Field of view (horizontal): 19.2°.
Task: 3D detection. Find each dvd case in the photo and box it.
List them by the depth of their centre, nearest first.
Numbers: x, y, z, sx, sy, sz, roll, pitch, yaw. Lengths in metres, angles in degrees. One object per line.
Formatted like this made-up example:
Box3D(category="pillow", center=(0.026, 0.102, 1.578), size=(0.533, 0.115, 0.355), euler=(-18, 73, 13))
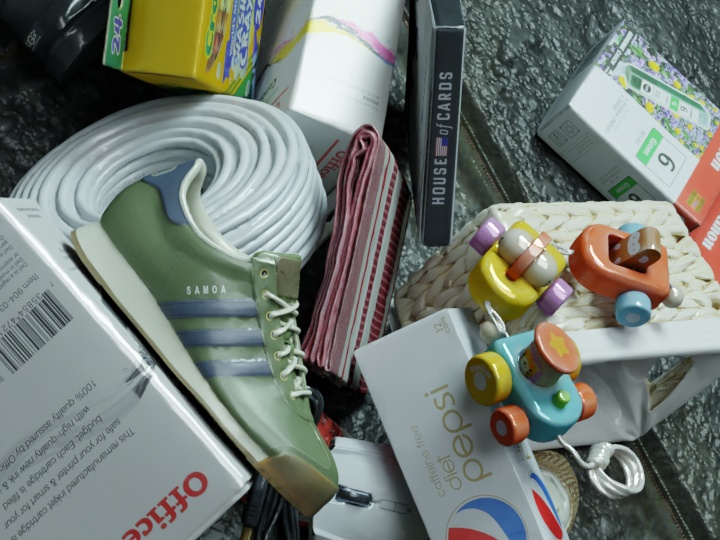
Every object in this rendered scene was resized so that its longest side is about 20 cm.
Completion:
Box3D(category="dvd case", center=(0.047, -0.128, 1.395), size=(0.024, 0.151, 0.200), euler=(1, 29, -3))

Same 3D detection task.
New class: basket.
Box3D(category="basket", center=(0.136, 0.036, 1.412), size=(0.199, 0.136, 0.124), euler=(-1, 59, -42))

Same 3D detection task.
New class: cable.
Box3D(category="cable", center=(-0.120, -0.032, 1.267), size=(0.199, 0.199, 0.070), euler=(-34, 128, -25))

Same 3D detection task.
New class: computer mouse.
Box3D(category="computer mouse", center=(0.000, 0.135, 1.281), size=(0.200, 0.044, 0.111), euler=(19, 80, -56))

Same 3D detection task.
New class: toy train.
Box3D(category="toy train", center=(0.136, 0.029, 1.271), size=(0.149, 0.056, 0.201), euler=(22, 48, -14))

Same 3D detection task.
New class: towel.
Box3D(category="towel", center=(0.000, 0.000, 1.308), size=(0.023, 0.200, 0.145), euler=(12, 83, 9))

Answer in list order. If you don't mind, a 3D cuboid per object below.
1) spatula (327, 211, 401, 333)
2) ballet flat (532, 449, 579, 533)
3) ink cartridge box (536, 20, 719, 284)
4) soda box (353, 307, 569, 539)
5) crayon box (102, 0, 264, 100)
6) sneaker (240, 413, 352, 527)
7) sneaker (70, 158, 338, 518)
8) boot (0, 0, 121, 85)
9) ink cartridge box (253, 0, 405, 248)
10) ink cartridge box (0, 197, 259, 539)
Box3D(category="spatula", center=(0.020, 0.033, 1.422), size=(0.056, 0.021, 0.201), euler=(-14, 74, -42))
Box3D(category="ballet flat", center=(0.093, 0.174, 1.368), size=(0.071, 0.065, 0.200), euler=(49, 51, 0))
Box3D(category="ink cartridge box", center=(0.236, -0.080, 1.596), size=(0.200, 0.050, 0.109), euler=(41, 52, -7))
Box3D(category="soda box", center=(0.070, 0.126, 1.279), size=(0.201, 0.068, 0.064), euler=(67, 15, 6))
Box3D(category="crayon box", center=(-0.101, -0.174, 1.313), size=(0.051, 0.200, 0.127), euler=(7, 91, 10))
Box3D(category="sneaker", center=(-0.051, 0.092, 1.292), size=(0.200, 0.108, 0.068), euler=(27, 55, -18))
Box3D(category="sneaker", center=(-0.060, 0.028, 1.134), size=(0.090, 0.067, 0.200), euler=(-41, 84, 1))
Box3D(category="boot", center=(-0.218, -0.235, 1.388), size=(0.200, 0.066, 0.165), euler=(41, 44, 2))
Box3D(category="ink cartridge box", center=(-0.030, -0.115, 1.402), size=(0.067, 0.116, 0.201), euler=(20, 57, -17))
Box3D(category="ink cartridge box", center=(-0.170, 0.083, 1.137), size=(0.145, 0.084, 0.200), euler=(-42, 88, 4))
